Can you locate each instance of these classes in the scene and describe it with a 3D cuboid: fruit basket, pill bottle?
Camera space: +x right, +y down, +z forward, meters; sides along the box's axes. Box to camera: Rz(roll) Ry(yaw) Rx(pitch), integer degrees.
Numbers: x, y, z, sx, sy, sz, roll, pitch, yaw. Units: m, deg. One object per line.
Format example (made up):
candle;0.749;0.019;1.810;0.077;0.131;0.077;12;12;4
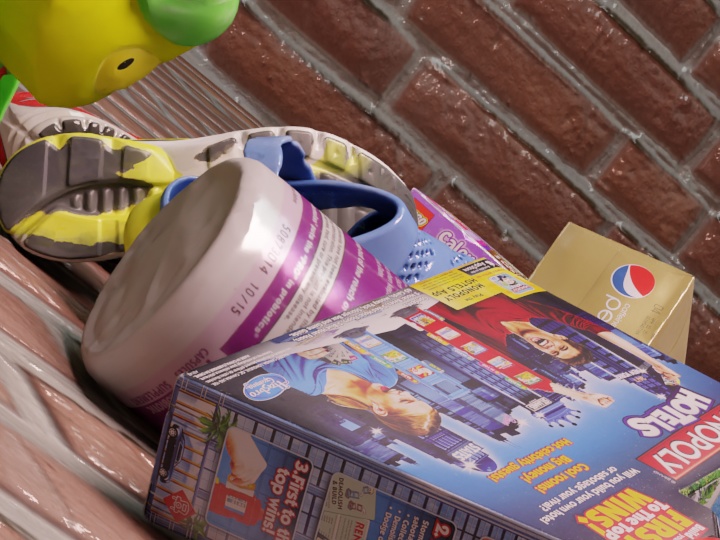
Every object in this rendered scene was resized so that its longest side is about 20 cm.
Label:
fruit basket;-0.155;-0.105;1.098;0.215;0.156;0.216;26;1;0
pill bottle;-0.008;0.055;1.103;0.200;0.112;0.112;39;4;-19

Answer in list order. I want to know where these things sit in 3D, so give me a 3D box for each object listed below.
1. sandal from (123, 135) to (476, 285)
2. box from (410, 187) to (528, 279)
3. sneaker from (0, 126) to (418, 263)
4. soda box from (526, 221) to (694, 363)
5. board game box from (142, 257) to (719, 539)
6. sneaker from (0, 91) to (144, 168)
sandal;0.000;0.000;1.177;0.199;0.087;0.080;19;46;-20
box;0.076;0.022;1.370;0.137;0.039;0.200;41;3;6
sneaker;-0.072;-0.035;1.262;0.199;0.075;0.085;7;2;-10
soda box;0.100;0.077;1.194;0.064;0.068;0.201;23;-37;21
board game box;0.063;0.082;0.956;0.199;0.062;0.200;30;28;27
sneaker;-0.112;-0.037;1.390;0.200;0.077;0.085;38;0;-40
